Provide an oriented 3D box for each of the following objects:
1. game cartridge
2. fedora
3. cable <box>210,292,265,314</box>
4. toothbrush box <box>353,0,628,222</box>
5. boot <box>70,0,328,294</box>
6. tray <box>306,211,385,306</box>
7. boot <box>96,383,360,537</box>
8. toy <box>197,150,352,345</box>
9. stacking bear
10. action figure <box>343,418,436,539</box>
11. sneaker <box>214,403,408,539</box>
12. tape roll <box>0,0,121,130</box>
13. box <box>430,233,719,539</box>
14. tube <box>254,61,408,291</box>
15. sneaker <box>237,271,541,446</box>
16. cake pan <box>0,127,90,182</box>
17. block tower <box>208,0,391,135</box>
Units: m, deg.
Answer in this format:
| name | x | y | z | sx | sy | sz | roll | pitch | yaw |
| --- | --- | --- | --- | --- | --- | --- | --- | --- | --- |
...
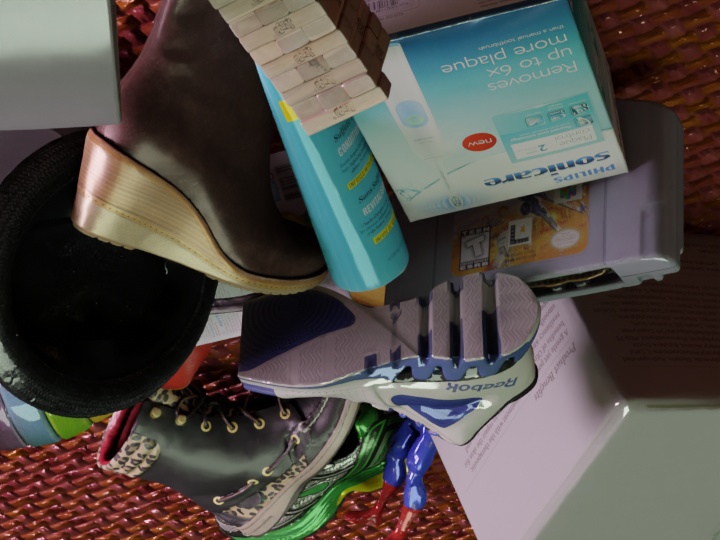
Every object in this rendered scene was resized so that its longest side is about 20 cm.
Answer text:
| name | x | y | z | sx | sy | sz | roll | pitch | yaw |
| --- | --- | --- | --- | --- | --- | --- | --- | --- | --- |
| game cartridge | 0.109 | -0.042 | 1.461 | 0.200 | 0.133 | 0.042 | -11 | 151 | 25 |
| fedora | -0.183 | -0.005 | 1.412 | 0.092 | 0.201 | 0.201 | 14 | 167 | 40 |
| cable | -0.139 | 0.024 | 1.490 | 0.200 | 0.097 | 0.050 | -3 | 176 | 23 |
| toothbrush box | 0.068 | -0.124 | 1.367 | 0.146 | 0.085 | 0.200 | -12 | 151 | 11 |
| boot | -0.068 | -0.079 | 1.371 | 0.200 | 0.072 | 0.166 | 16 | 105 | -41 |
| tray | 0.000 | 0.000 | 1.612 | 0.200 | 0.037 | 0.099 | 22 | 139 | -39 |
| boot | -0.096 | 0.108 | 1.730 | 0.151 | 0.073 | 0.200 | 22 | 124 | -21 |
| toy | -0.106 | -0.011 | 1.528 | 0.200 | 0.115 | 0.047 | -12 | -165 | 24 |
| stacking bear | -0.200 | 0.065 | 1.612 | 0.200 | 0.121 | 0.114 | -20 | 108 | -1 |
| action figure | 0.028 | 0.120 | 1.737 | 0.099 | 0.065 | 0.200 | 11 | 114 | -39 |
| sneaker | -0.044 | 0.154 | 1.841 | 0.200 | 0.078 | 0.085 | -34 | 134 | 24 |
| tape roll | -0.157 | -0.170 | 1.126 | 0.066 | 0.200 | 0.200 | -3 | 149 | -5 |
| box | 0.186 | 0.096 | 1.625 | 0.200 | 0.171 | 0.199 | 3 | 136 | -31 |
| tube | -0.022 | -0.079 | 1.362 | 0.050 | 0.077 | 0.200 | -3 | 128 | 23 |
| sneaker | 0.026 | 0.068 | 1.449 | 0.199 | 0.081 | 0.115 | -4 | 142 | 15 |
| cake pan | -0.259 | -0.070 | 1.434 | 0.200 | 0.037 | 0.200 | -5 | 149 | -3 |
| block tower | -0.057 | -0.170 | 1.212 | 0.054 | 0.058 | 0.200 | -23 | 118 | 25 |
